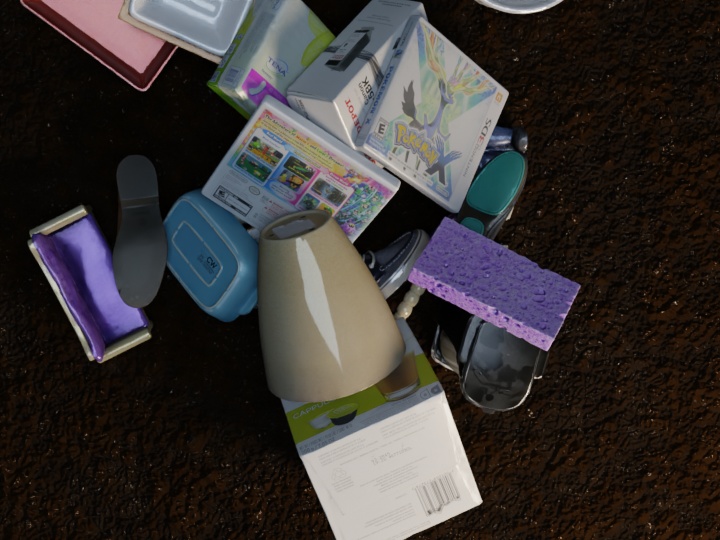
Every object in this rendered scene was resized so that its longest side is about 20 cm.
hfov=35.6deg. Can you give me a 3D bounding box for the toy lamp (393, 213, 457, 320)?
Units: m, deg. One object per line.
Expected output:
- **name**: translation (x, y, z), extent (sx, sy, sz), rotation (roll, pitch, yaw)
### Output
- **toy lamp**: translation (0.089, 0.012, 1.571), extent (0.058, 0.058, 0.200), rotation (33, 97, -10)

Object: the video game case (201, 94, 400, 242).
- **video game case**: translation (-0.078, -0.106, 1.423), extent (0.200, 0.024, 0.182), rotation (32, 131, -11)

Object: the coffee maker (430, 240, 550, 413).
- **coffee maker**: translation (0.170, 0.073, 1.515), extent (0.134, 0.200, 0.193), rotation (-10, 100, -6)

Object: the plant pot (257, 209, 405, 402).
- **plant pot**: translation (-0.056, 0.033, 1.416), extent (0.187, 0.187, 0.201), rotation (-17, 113, -3)

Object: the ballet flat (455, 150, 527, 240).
- **ballet flat**: translation (0.164, -0.070, 1.518), extent (0.073, 0.073, 0.200), rotation (31, 84, -10)

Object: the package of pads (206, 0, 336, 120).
- **package of pads**: translation (-0.084, -0.247, 1.442), extent (0.200, 0.068, 0.155), rotation (38, 75, -46)

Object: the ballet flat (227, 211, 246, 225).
- **ballet flat**: translation (-0.144, -0.101, 1.518), extent (0.199, 0.068, 0.068), rotation (-23, 102, -2)

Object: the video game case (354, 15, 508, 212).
- **video game case**: translation (0.097, -0.196, 1.440), extent (0.200, 0.022, 0.183), rotation (30, 80, -41)

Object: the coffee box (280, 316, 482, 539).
- **coffee box**: translation (0.020, 0.221, 1.497), extent (0.199, 0.198, 0.200), rotation (-23, 121, -3)

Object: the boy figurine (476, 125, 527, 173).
- **boy figurine**: translation (0.127, -0.169, 1.542), extent (0.199, 0.064, 0.125), rotation (0, 102, -10)

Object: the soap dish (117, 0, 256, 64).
- **soap dish**: translation (-0.198, -0.380, 1.425), extent (0.157, 0.081, 0.201), rotation (23, 96, -9)

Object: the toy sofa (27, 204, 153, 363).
- **toy sofa**: translation (-0.359, 0.017, 1.498), extent (0.083, 0.098, 0.201), rotation (-26, 100, -1)

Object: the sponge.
- **sponge**: translation (0.169, 0.015, 1.422), extent (0.199, 0.112, 0.030), rotation (28, 137, 10)

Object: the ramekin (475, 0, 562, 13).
- **ramekin**: translation (0.204, -0.441, 1.489), extent (0.200, 0.098, 0.201), rotation (-1, 98, -6)

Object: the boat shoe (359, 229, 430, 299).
- **boat shoe**: translation (0.000, 0.000, 1.546), extent (0.093, 0.075, 0.200), rotation (42, 93, -18)

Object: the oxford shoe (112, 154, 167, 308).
- **oxford shoe**: translation (-0.294, -0.049, 1.496), extent (0.071, 0.071, 0.201), rotation (1, 84, -11)

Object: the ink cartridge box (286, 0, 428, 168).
- **ink cartridge box**: translation (0.015, -0.231, 1.438), extent (0.200, 0.083, 0.147), rotation (-51, 139, -25)

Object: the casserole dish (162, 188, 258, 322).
- **casserole dish**: translation (-0.205, -0.022, 1.481), extent (0.200, 0.039, 0.121), rotation (48, 114, 26)

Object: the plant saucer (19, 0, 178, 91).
- **plant saucer**: translation (-0.308, -0.373, 1.473), extent (0.200, 0.037, 0.200), rotation (36, 93, -11)

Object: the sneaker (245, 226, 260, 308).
- **sneaker**: translation (-0.113, -0.017, 1.533), extent (0.199, 0.070, 0.109), rotation (-24, 96, 5)
